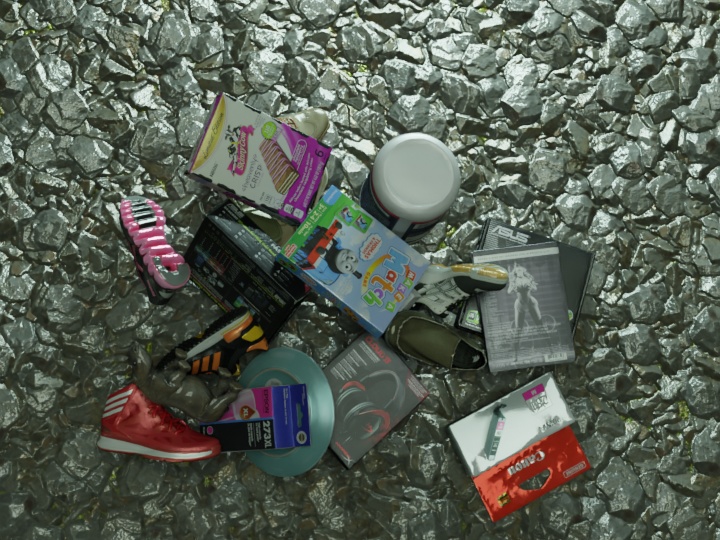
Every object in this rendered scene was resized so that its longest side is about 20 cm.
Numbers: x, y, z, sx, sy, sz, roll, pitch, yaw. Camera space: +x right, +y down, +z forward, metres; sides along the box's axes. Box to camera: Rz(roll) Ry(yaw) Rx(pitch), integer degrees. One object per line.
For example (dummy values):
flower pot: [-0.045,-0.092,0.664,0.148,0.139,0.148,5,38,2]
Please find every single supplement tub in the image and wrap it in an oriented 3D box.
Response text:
supplement tub: [0.073,-0.123,1.601,0.139,0.200,0.142,2,76,-9]

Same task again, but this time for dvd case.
dvd case: [0.268,0.060,1.642,0.147,0.016,0.203,-7,82,-6]

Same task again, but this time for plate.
plate: [-0.127,0.220,1.552,0.198,0.025,0.203,-2,86,33]

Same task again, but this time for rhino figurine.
rhino figurine: [-0.285,0.169,1.517,0.198,0.060,0.088,25,106,-10]

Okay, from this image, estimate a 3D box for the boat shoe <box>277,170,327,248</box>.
boat shoe: [-0.109,-0.094,1.649,0.072,0.065,0.202,26,78,-1]

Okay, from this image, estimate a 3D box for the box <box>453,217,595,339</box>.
box: [0.277,0.034,1.678,0.198,0.048,0.195,19,81,-3]

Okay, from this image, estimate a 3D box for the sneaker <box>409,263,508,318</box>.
sneaker: [0.153,0.033,1.620,0.198,0.075,0.089,0,93,37]

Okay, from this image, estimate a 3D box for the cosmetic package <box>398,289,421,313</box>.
cosmetic package: [0.000,0.000,1.625,0.083,0.051,0.200,-46,77,11]

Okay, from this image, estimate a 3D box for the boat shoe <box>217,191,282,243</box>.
boat shoe: [-0.199,-0.104,1.634,0.074,0.069,0.201,-5,54,-38]

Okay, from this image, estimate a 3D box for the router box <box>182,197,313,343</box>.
router box: [-0.182,0.006,1.577,0.200,0.150,0.062,43,46,3]

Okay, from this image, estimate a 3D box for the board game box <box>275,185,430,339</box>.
board game box: [-0.009,-0.015,1.545,0.199,0.037,0.152,38,63,-3]

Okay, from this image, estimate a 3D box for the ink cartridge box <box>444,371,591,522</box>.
ink cartridge box: [0.263,0.289,1.633,0.198,0.044,0.175,-26,82,-10]

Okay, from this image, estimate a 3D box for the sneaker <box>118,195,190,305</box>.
sneaker: [-0.346,-0.030,1.608,0.078,0.096,0.201,-7,55,-35]

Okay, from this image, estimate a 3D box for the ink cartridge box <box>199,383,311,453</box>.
ink cartridge box: [-0.167,0.230,1.543,0.198,0.037,0.096,-10,81,30]

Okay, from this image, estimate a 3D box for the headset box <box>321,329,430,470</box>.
headset box: [0.005,0.198,1.604,0.200,0.075,0.149,-40,85,-11]

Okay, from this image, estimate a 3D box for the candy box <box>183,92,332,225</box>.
candy box: [-0.159,-0.171,1.562,0.198,0.061,0.138,24,82,-20]

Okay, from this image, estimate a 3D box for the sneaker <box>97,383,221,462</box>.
sneaker: [-0.310,0.229,1.543,0.197,0.078,0.117,4,89,5]

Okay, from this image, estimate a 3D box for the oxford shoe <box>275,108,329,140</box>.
oxford shoe: [-0.125,-0.223,1.650,0.199,0.075,0.070,-36,74,-29]

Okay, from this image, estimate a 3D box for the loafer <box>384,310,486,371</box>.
loafer: [0.127,0.116,1.593,0.198,0.069,0.076,17,89,-33]

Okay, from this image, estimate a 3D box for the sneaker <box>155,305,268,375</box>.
sneaker: [-0.237,0.144,1.576,0.199,0.070,0.090,-34,106,12]
